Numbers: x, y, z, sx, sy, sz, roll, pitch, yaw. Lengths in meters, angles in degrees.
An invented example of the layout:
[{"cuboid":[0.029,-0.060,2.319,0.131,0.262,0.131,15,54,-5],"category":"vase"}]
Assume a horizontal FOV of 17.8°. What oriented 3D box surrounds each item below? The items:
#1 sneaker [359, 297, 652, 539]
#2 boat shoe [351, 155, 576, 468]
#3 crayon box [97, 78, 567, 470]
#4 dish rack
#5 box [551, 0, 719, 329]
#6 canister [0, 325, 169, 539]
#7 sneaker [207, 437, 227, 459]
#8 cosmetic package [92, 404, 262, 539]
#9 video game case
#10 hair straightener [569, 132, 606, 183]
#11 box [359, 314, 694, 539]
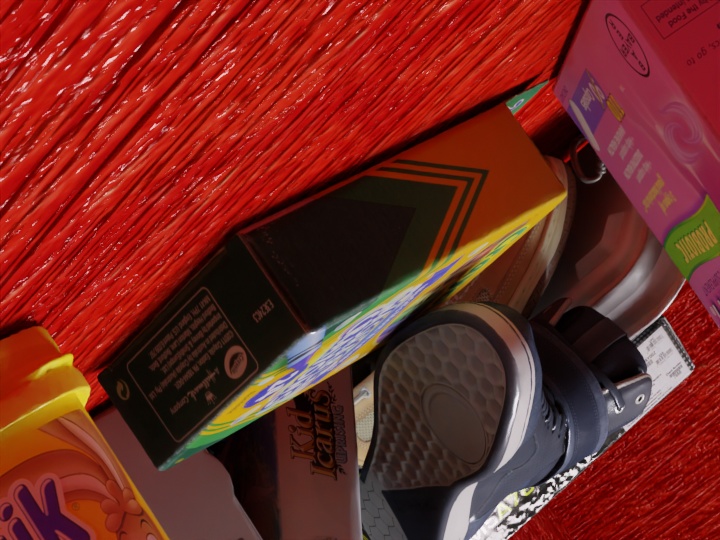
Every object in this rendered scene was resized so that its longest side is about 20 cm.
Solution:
[{"cuboid":[0.077,0.047,1.057,0.146,0.077,0.203,-33,162,-26],"category":"sneaker"},{"cuboid":[0.034,0.019,1.166,0.201,0.076,0.072,-59,-161,21],"category":"boat shoe"},{"cuboid":[0.000,0.000,0.958,0.199,0.052,0.126,-29,171,-43],"category":"crayon box"},{"cuboid":[0.111,-0.011,1.211,0.200,0.043,0.172,-43,-159,46],"category":"dish rack"},{"cuboid":[0.178,-0.041,0.927,0.096,0.201,0.176,-34,173,-7],"category":"box"},{"cuboid":[-0.111,0.142,0.761,0.148,0.201,0.087,-33,173,-18],"category":"canister"},{"cuboid":[-0.029,0.075,1.288,0.199,0.074,0.081,-33,-175,21],"category":"sneaker"},{"cuboid":[-0.115,0.138,1.097,0.090,0.107,0.200,-31,170,-19],"category":"cosmetic package"},{"cuboid":[-0.041,0.155,1.138,0.045,0.183,0.201,3,144,-13],"category":"video game case"},{"cuboid":[0.180,-0.103,1.144,0.200,0.041,0.077,-39,174,-13],"category":"hair straightener"},{"cuboid":[0.065,0.076,1.314,0.200,0.048,0.193,-40,-150,-7],"category":"box"}]
